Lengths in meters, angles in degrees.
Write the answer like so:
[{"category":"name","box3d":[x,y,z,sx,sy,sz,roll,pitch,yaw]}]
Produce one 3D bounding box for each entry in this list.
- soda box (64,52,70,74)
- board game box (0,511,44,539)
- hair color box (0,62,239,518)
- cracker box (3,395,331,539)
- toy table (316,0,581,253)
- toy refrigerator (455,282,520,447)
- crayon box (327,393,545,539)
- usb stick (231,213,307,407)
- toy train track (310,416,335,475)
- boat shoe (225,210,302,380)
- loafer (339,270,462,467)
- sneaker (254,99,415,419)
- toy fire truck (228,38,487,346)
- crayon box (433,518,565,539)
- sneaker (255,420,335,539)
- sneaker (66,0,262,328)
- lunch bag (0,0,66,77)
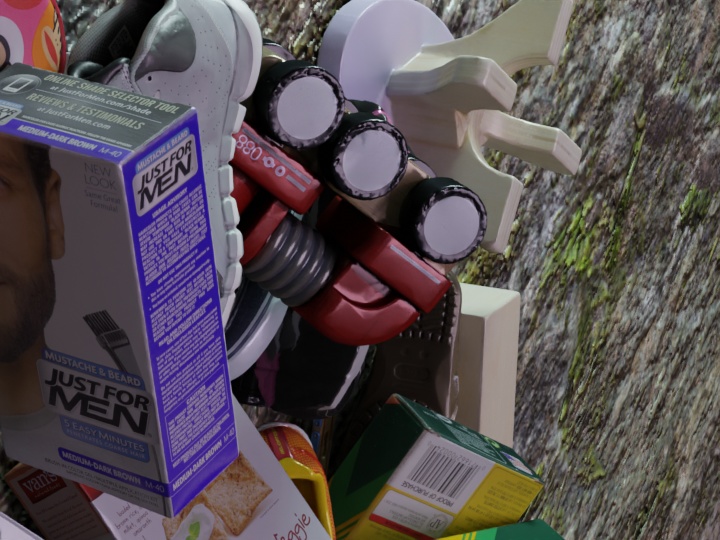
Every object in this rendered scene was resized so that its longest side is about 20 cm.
[{"category":"soda box","box3d":[-0.157,-0.012,1.113,0.068,0.064,0.200,32,72,-58]},{"category":"board game box","box3d":[-0.228,0.210,1.039,0.200,0.026,0.200,41,63,-35]},{"category":"hair color box","box3d":[-0.126,0.011,0.989,0.065,0.109,0.200,-41,137,-45]},{"category":"cracker box","box3d":[-0.093,0.156,1.190,0.200,0.058,0.134,55,42,-7]},{"category":"toy table","box3d":[0.067,-0.110,1.417,0.200,0.117,0.184,9,92,-61]},{"category":"toy refrigerator","box3d":[0.070,0.116,1.549,0.076,0.070,0.200,-30,126,-62]},{"category":"crayon box","box3d":[0.017,0.192,1.411,0.127,0.051,0.200,28,101,-41]},{"category":"usb stick","box3d":[-0.049,-0.013,1.333,0.055,0.033,0.200,15,86,-67]},{"category":"toy train track","box3d":[-0.032,0.073,1.397,0.115,0.032,0.200,-32,132,-63]},{"category":"boat shoe","box3d":[-0.081,-0.039,1.243,0.091,0.071,0.201,37,64,-49]},{"category":"loafer","box3d":[0.036,0.089,1.468,0.067,0.076,0.200,-27,133,-77]},{"category":"sneaker","box3d":[0.000,0.000,1.308,0.086,0.080,0.200,25,81,-58]},{"category":"toy fire truck","box3d":[-0.046,-0.003,1.169,0.176,0.129,0.200,38,90,-27]},{"category":"crayon box","box3d":[0.047,0.265,1.380,0.172,0.058,0.200,-1,126,-58]},{"category":"sneaker","box3d":[-0.044,0.192,1.308,0.077,0.073,0.200,-114,-170,-59]},{"category":"sneaker","box3d":[-0.113,-0.056,1.047,0.115,0.075,0.200,21,71,-59]},{"category":"lunch bag","box3d":[-0.227,-0.111,0.939,0.176,0.082,0.200,-57,144,-33]}]
